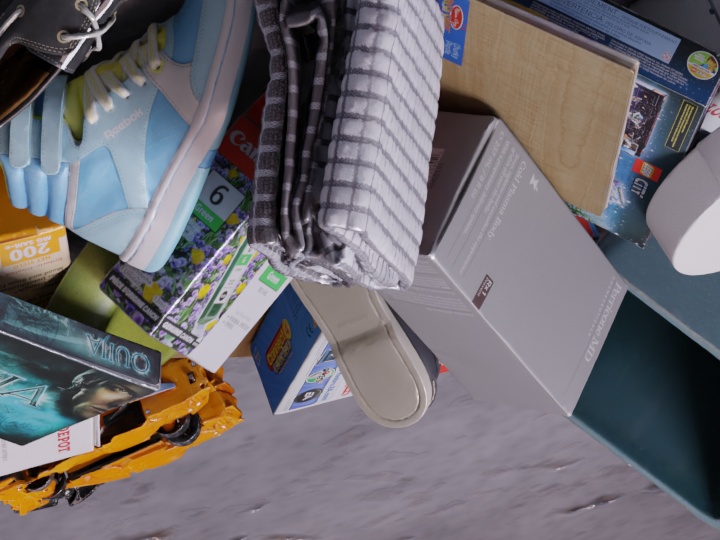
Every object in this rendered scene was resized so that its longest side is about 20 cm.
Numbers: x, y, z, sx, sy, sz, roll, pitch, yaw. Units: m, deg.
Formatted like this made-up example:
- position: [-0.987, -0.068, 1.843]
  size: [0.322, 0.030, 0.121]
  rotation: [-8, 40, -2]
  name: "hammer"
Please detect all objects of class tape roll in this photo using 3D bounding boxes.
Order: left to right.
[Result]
- position: [0.268, -0.068, 1.702]
  size: [0.202, 0.037, 0.203]
  rotation: [-27, 161, -10]
  name: "tape roll"

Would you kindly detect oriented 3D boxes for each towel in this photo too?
- position: [-0.012, -0.078, 1.511]
  size: [0.085, 0.166, 0.200]
  rotation: [6, 174, 11]
  name: "towel"

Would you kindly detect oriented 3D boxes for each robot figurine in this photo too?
- position: [-0.192, 0.120, 2.025]
  size: [0.199, 0.058, 0.145]
  rotation: [-22, 158, 5]
  name: "robot figurine"

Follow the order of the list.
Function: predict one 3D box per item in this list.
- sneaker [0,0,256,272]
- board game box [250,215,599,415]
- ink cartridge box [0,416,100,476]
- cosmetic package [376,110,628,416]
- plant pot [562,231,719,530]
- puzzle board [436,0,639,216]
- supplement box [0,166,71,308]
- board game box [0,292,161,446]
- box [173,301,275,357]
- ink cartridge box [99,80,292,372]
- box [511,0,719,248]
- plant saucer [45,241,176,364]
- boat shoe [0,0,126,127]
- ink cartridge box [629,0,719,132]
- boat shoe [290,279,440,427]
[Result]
- position: [-0.138, -0.099, 1.524]
  size: [0.130, 0.080, 0.201]
  rotation: [19, 118, -10]
  name: "sneaker"
- position: [0.041, 0.017, 1.918]
  size: [0.195, 0.056, 0.200]
  rotation: [-14, 159, -22]
  name: "board game box"
- position: [-0.280, 0.085, 1.834]
  size: [0.199, 0.083, 0.147]
  rotation: [-15, 158, -12]
  name: "ink cartridge box"
- position: [0.078, -0.004, 1.731]
  size: [0.090, 0.107, 0.200]
  rotation: [8, 155, 40]
  name: "cosmetic package"
- position: [0.260, 0.024, 1.961]
  size: [0.200, 0.196, 0.196]
  rotation: [-50, 174, -29]
  name: "plant pot"
- position: [0.088, -0.109, 1.645]
  size: [0.150, 0.017, 0.200]
  rotation: [25, 159, 10]
  name: "puzzle board"
- position: [-0.239, 0.000, 1.675]
  size: [0.125, 0.074, 0.200]
  rotation: [-15, 159, -8]
  name: "supplement box"
- position: [-0.234, 0.048, 1.616]
  size: [0.200, 0.028, 0.135]
  rotation: [23, 148, -38]
  name: "board game box"
- position: [-0.064, 0.006, 1.904]
  size: [0.163, 0.021, 0.200]
  rotation: [2, 151, -44]
  name: "box"
- position: [-0.058, -0.039, 1.646]
  size: [0.200, 0.050, 0.109]
  rotation: [-50, 157, 1]
  name: "ink cartridge box"
- position: [0.138, -0.098, 1.690]
  size: [0.136, 0.038, 0.200]
  rotation: [26, 156, 6]
  name: "box"
- position: [-0.122, 0.005, 1.717]
  size: [0.200, 0.031, 0.200]
  rotation: [-43, 162, -18]
  name: "plant saucer"
- position: [-0.148, -0.136, 1.438]
  size: [0.200, 0.068, 0.072]
  rotation: [-32, 154, 26]
  name: "boat shoe"
- position: [0.289, -0.160, 1.713]
  size: [0.200, 0.083, 0.146]
  rotation: [-29, 156, 27]
  name: "ink cartridge box"
- position: [0.000, 0.000, 1.770]
  size: [0.072, 0.201, 0.063]
  rotation: [-14, -164, 27]
  name: "boat shoe"
